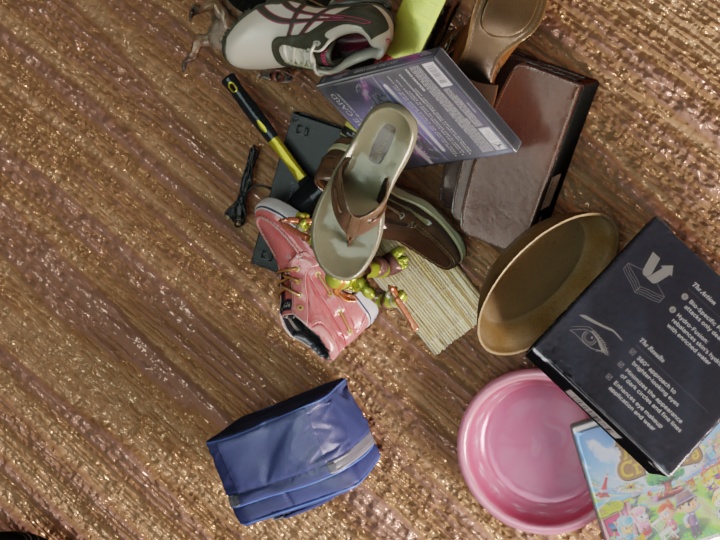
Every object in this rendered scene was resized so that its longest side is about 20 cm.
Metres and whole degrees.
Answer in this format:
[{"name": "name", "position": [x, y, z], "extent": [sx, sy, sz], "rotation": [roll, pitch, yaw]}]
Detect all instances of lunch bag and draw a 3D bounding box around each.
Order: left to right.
[{"name": "lunch bag", "position": [-0.084, 0.232, 1.655], "extent": [0.199, 0.136, 0.133], "rotation": [-23, 92, 22]}]

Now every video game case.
[{"name": "video game case", "position": [0.059, -0.167, 1.442], "extent": [0.143, 0.019, 0.200], "rotation": [45, 153, -27]}, {"name": "video game case", "position": [0.357, 0.231, 1.531], "extent": [0.199, 0.022, 0.183], "rotation": [-17, 95, 1]}]

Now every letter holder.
[{"name": "letter holder", "position": [0.161, -0.140, 1.518], "extent": [0.142, 0.101, 0.201], "rotation": [23, 107, 15]}]

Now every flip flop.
[{"name": "flip flop", "position": [0.002, -0.082, 1.435], "extent": [0.081, 0.058, 0.201], "rotation": [25, 107, -1]}]

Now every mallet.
[{"name": "mallet", "position": [-0.092, -0.156, 1.615], "extent": [0.066, 0.041, 0.201], "rotation": [-30, 91, 18]}]

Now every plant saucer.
[{"name": "plant saucer", "position": [0.199, 0.007, 1.498], "extent": [0.035, 0.200, 0.201], "rotation": [47, 114, 33]}, {"name": "plant saucer", "position": [0.216, 0.209, 1.594], "extent": [0.200, 0.051, 0.202], "rotation": [4, 101, 19]}]

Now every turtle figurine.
[{"name": "turtle figurine", "position": [0.000, 0.000, 1.551], "extent": [0.200, 0.161, 0.065], "rotation": [36, 114, 9]}]

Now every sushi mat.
[{"name": "sushi mat", "position": [0.063, -0.001, 1.624], "extent": [0.096, 0.012, 0.200], "rotation": [-40, 87, 22]}]

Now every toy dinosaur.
[{"name": "toy dinosaur", "position": [-0.140, -0.302, 1.595], "extent": [0.135, 0.086, 0.201], "rotation": [1, 75, -15]}]

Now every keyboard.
[{"name": "keyboard", "position": [-0.095, -0.097, 1.656], "extent": [0.127, 0.021, 0.201], "rotation": [20, 105, 8]}]

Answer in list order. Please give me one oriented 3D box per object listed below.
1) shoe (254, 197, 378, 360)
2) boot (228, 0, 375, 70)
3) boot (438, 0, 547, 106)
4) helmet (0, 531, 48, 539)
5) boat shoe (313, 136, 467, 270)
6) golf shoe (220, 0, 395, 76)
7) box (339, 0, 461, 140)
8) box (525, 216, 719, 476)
[{"name": "shoe", "position": [-0.072, 0.012, 1.609], "extent": [0.200, 0.091, 0.071], "rotation": [49, 151, -8]}, {"name": "boot", "position": [-0.049, -0.332, 1.568], "extent": [0.200, 0.139, 0.077], "rotation": [30, 145, -27]}, {"name": "boot", "position": [0.130, -0.260, 1.484], "extent": [0.073, 0.155, 0.201], "rotation": [23, 98, -14]}, {"name": "helmet", "position": [-0.476, 0.441, 1.802], "extent": [0.199, 0.191, 0.201], "rotation": [0, 89, -19]}, {"name": "boat shoe", "position": [0.029, -0.060, 1.557], "extent": [0.202, 0.075, 0.075], "rotation": [40, 152, -3]}, {"name": "golf shoe", "position": [-0.060, -0.253, 1.479], "extent": [0.199, 0.088, 0.077], "rotation": [-11, 131, 11]}, {"name": "box", "position": [0.048, -0.237, 1.551], "extent": [0.050, 0.075, 0.201], "rotation": [31, 110, 11]}, {"name": "box", "position": [0.318, 0.084, 1.464], "extent": [0.197, 0.117, 0.200], "rotation": [44, 87, 7]}]
